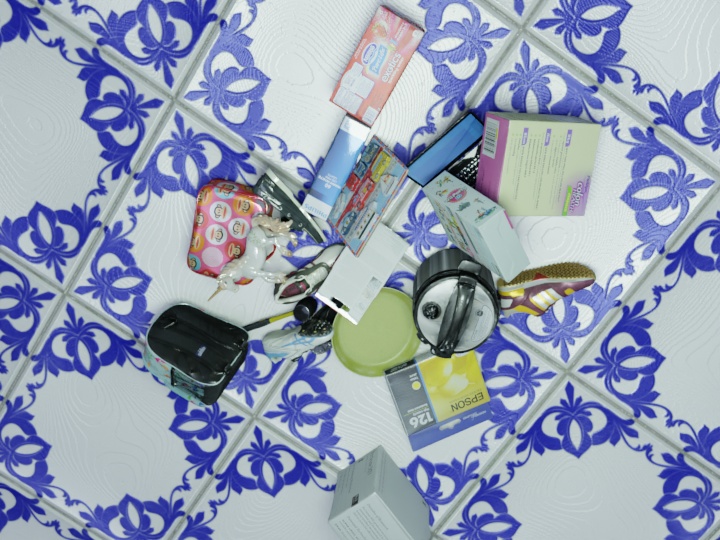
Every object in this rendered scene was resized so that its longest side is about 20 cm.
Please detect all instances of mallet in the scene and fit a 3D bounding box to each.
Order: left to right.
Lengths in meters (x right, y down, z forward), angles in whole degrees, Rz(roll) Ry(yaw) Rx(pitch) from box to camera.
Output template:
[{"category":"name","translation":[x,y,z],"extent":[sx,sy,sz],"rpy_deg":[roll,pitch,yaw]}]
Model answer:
[{"category":"mallet","translation":[-0.181,0.101,1.799],"extent":[0.198,0.066,0.042],"rpy_deg":[-18,100,26]}]

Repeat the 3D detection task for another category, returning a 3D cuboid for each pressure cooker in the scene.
[{"category":"pressure cooker","translation":[0.185,0.067,1.659],"extent":[0.177,0.200,0.177],"rpy_deg":[-25,107,13]}]

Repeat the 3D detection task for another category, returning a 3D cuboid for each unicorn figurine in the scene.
[{"category":"unicorn figurine","translation":[-0.206,-0.018,1.673],"extent":[0.136,0.074,0.202],"rpy_deg":[17,95,0]}]

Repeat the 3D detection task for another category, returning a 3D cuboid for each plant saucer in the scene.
[{"category":"plant saucer","translation":[0.033,0.126,1.762],"extent":[0.197,0.031,0.203],"rpy_deg":[-4,108,-12]}]

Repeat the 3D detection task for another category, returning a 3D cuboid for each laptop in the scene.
[{"category":"laptop","translation":[0.207,-0.183,1.630],"extent":[0.177,0.103,0.200],"rpy_deg":[-39,100,16]}]

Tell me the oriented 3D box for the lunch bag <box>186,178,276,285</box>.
[{"category":"lunch bag","translation":[-0.255,-0.075,1.721],"extent":[0.174,0.082,0.202],"rpy_deg":[15,108,0]}]

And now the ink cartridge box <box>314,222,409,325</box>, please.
[{"category":"ink cartridge box","translation":[0.000,0.000,1.688],"extent":[0.108,0.050,0.201],"rpy_deg":[35,77,-6]}]

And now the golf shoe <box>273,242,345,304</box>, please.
[{"category":"golf shoe","translation":[-0.091,0.016,1.732],"extent":[0.199,0.088,0.078],"rpy_deg":[-31,101,13]}]

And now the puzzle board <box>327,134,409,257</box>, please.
[{"category":"puzzle board","translation":[0.008,-0.148,1.645],"extent":[0.017,0.151,0.201],"rpy_deg":[17,113,-36]}]

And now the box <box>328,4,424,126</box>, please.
[{"category":"box","translation":[0.032,-0.387,1.586],"extent":[0.099,0.096,0.201],"rpy_deg":[29,108,-5]}]

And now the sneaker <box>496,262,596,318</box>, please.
[{"category":"sneaker","translation":[0.380,0.044,1.708],"extent":[0.197,0.075,0.091],"rpy_deg":[-8,115,15]}]

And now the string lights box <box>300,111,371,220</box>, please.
[{"category":"string lights box","translation":[-0.044,-0.208,1.647],"extent":[0.058,0.103,0.202],"rpy_deg":[26,108,-6]}]

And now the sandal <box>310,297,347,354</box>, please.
[{"category":"sandal","translation":[-0.053,0.098,1.774],"extent":[0.075,0.048,0.201],"rpy_deg":[35,108,-7]}]

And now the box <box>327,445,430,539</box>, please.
[{"category":"box","translation":[0.045,0.529,1.822],"extent":[0.130,0.199,0.201],"rpy_deg":[-34,101,14]}]

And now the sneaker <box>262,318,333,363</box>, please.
[{"category":"sneaker","translation":[-0.125,0.150,1.761],"extent":[0.199,0.072,0.073],"rpy_deg":[-16,108,41]}]

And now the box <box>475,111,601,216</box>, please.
[{"category":"box","translation":[0.330,-0.199,1.580],"extent":[0.197,0.097,0.178],"rpy_deg":[-1,110,-20]}]

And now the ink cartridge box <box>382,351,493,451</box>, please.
[{"category":"ink cartridge box","translation":[0.171,0.269,1.787],"extent":[0.196,0.047,0.202],"rpy_deg":[-22,102,-4]}]

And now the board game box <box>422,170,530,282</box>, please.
[{"category":"board game box","translation":[0.213,-0.084,1.567],"extent":[0.064,0.200,0.148],"rpy_deg":[-38,128,-8]}]

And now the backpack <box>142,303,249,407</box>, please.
[{"category":"backpack","translation":[-0.351,0.172,1.759],"extent":[0.198,0.178,0.151],"rpy_deg":[29,137,3]}]

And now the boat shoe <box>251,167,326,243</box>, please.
[{"category":"boat shoe","translation":[-0.144,-0.113,1.677],"extent":[0.066,0.075,0.200],"rpy_deg":[-40,128,0]}]
